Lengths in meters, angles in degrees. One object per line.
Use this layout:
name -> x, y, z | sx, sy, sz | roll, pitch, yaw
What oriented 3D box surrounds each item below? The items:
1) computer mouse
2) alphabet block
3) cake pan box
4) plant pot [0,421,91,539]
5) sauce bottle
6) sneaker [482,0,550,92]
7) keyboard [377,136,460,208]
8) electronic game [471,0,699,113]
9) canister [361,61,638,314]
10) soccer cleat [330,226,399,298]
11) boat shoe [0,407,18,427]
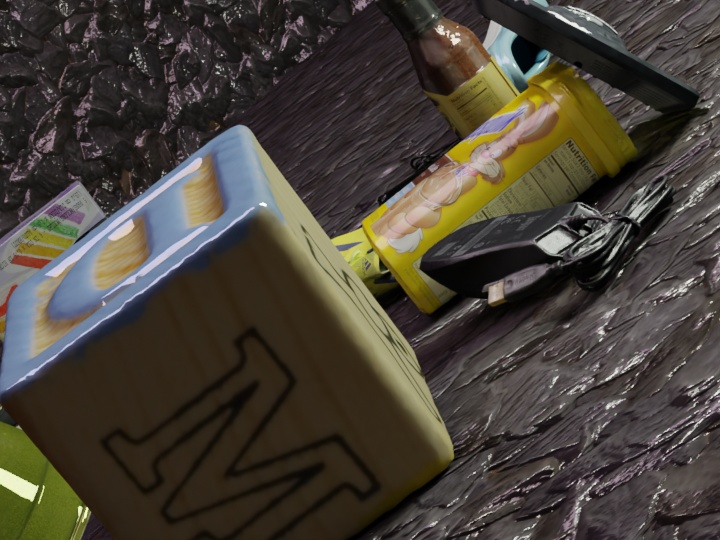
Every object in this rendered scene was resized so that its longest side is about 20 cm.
computer mouse -> 0.112, 0.001, 1.437 | 0.199, 0.046, 0.140 | -14, 18, 38
alphabet block -> -0.084, 0.063, 1.308 | 0.196, 0.201, 0.196 | -35, 18, 6
cake pan box -> -0.350, 0.021, 2.551 | 0.199, 0.185, 0.052 | -37, 14, -2
plant pot -> -0.321, 0.175, 1.547 | 0.201, 0.192, 0.201 | -50, 19, 24
sauce bottle -> 0.087, -0.154, 1.765 | 0.066, 0.201, 0.066 | -36, 8, 6
sneaker -> 0.175, -0.233, 2.225 | 0.081, 0.074, 0.201 | -19, 27, 36
keyboard -> 0.100, -0.087, 1.940 | 0.199, 0.040, 0.105 | -31, 35, 28
electronic game -> 0.167, -0.174, 1.621 | 0.042, 0.199, 0.200 | -61, 7, 8
canister -> 0.101, -0.062, 1.635 | 0.200, 0.087, 0.149 | -39, 9, 2
soccer cleat -> 0.000, -0.001, 1.761 | 0.199, 0.065, 0.084 | -34, 7, 15
boat shoe -> -0.456, 0.201, 2.459 | 0.201, 0.063, 0.074 | -43, 14, -21
